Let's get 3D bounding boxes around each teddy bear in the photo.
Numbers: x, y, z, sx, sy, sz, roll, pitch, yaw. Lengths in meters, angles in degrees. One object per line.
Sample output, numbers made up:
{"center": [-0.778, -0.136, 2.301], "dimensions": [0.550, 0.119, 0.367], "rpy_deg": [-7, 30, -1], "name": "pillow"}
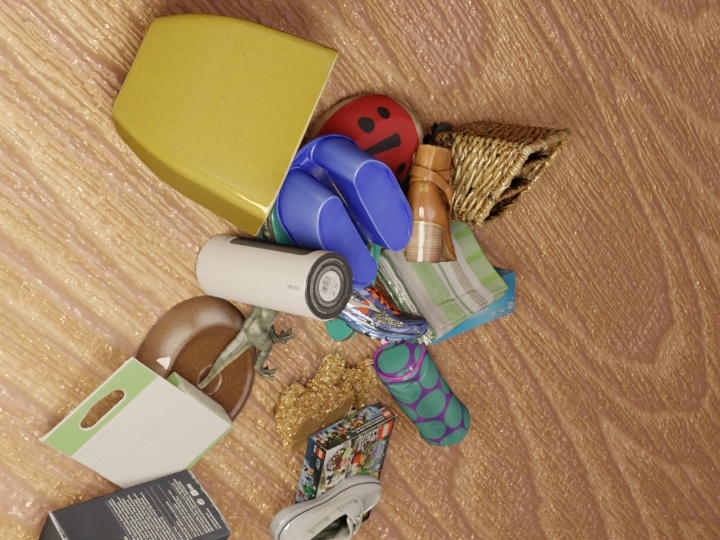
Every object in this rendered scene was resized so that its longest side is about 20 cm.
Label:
{"center": [-0.050, 0.183, 1.693], "dimensions": [0.199, 0.067, 0.146], "rpy_deg": [-31, 141, -37], "name": "teddy bear"}

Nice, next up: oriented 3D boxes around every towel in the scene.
{"center": [0.119, 0.006, 1.773], "dimensions": [0.199, 0.031, 0.150], "rpy_deg": [-28, 84, -41], "name": "towel"}

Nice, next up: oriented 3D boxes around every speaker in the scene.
{"center": [-0.106, 0.006, 1.469], "dimensions": [0.081, 0.199, 0.082], "rpy_deg": [-10, 104, -45], "name": "speaker"}

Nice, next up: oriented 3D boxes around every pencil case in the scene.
{"center": [0.091, 0.179, 1.820], "dimensions": [0.085, 0.093, 0.200], "rpy_deg": [-29, 134, 5], "name": "pencil case"}

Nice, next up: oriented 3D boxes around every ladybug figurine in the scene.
{"center": [0.011, -0.162, 1.620], "dimensions": [0.199, 0.072, 0.137], "rpy_deg": [-32, 109, -35], "name": "ladybug figurine"}

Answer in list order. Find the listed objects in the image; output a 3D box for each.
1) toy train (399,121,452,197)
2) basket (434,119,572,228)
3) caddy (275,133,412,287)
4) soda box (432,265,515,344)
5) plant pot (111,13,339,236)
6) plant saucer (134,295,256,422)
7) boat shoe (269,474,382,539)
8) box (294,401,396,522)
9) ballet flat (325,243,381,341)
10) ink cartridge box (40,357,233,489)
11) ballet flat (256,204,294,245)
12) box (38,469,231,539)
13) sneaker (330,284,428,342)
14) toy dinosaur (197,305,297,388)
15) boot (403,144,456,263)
{"center": [0.082, -0.135, 1.718], "dimensions": [0.046, 0.034, 0.200], "rpy_deg": [84, 29, -45], "name": "toy train"}
{"center": [0.204, -0.131, 1.758], "dimensions": [0.200, 0.148, 0.144], "rpy_deg": [-26, 122, -61], "name": "basket"}
{"center": [-0.025, -0.075, 1.526], "dimensions": [0.141, 0.105, 0.200], "rpy_deg": [-45, 137, -14], "name": "caddy"}
{"center": [0.149, 0.049, 1.855], "dimensions": [0.199, 0.064, 0.068], "rpy_deg": [-18, 115, -43], "name": "soda box"}
{"center": [-0.160, -0.174, 1.346], "dimensions": [0.199, 0.195, 0.195], "rpy_deg": [24, 83, -5], "name": "plant pot"}
{"center": [-0.197, 0.133, 1.535], "dimensions": [0.200, 0.037, 0.202], "rpy_deg": [-16, 113, -43], "name": "plant saucer"}
{"center": [-0.033, 0.338, 1.658], "dimensions": [0.199, 0.067, 0.074], "rpy_deg": [-17, 133, -43], "name": "boat shoe"}
{"center": [-0.028, 0.292, 1.720], "dimensions": [0.136, 0.038, 0.201], "rpy_deg": [-21, 135, -41], "name": "box"}
{"center": [0.000, 0.000, 1.684], "dimensions": [0.070, 0.067, 0.202], "rpy_deg": [-14, 116, -62], "name": "ballet flat"}
{"center": [-0.261, 0.179, 1.432], "dimensions": [0.145, 0.048, 0.200], "rpy_deg": [-42, 134, 3], "name": "ink cartridge box"}
{"center": [-0.124, -0.095, 1.518], "dimensions": [0.074, 0.074, 0.201], "rpy_deg": [-32, 125, -36], "name": "ballet flat"}
{"center": [-0.274, 0.338, 1.428], "dimensions": [0.199, 0.104, 0.148], "rpy_deg": [-9, 138, -45], "name": "box"}
{"center": [0.000, 0.039, 1.617], "dimensions": [0.199, 0.075, 0.079], "rpy_deg": [20, 96, -10], "name": "sneaker"}
{"center": [-0.124, 0.085, 1.542], "dimensions": [0.200, 0.047, 0.088], "rpy_deg": [-53, 134, -14], "name": "toy dinosaur"}
{"center": [0.098, -0.090, 1.648], "dimensions": [0.200, 0.073, 0.156], "rpy_deg": [-24, 118, -85], "name": "boot"}
